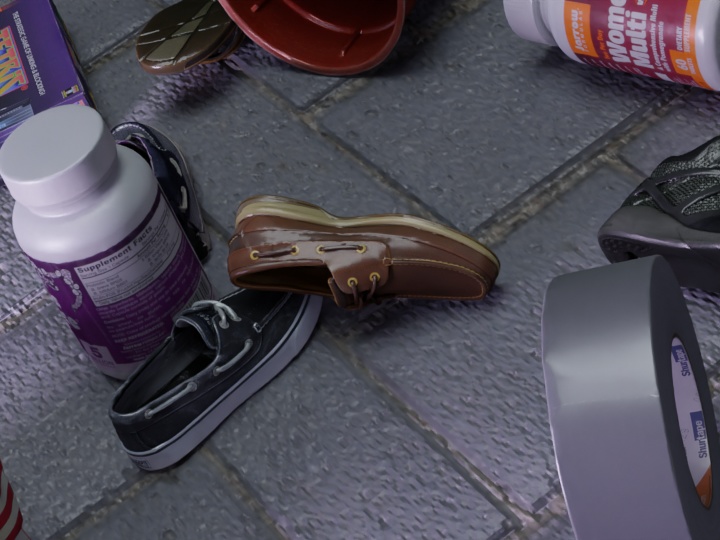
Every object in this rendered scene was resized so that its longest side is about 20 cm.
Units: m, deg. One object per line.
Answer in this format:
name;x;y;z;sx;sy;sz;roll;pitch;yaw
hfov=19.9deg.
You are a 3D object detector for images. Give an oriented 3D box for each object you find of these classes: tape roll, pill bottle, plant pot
tape roll;0.164;0.094;1.212;0.066;0.200;0.200;-12;41;17
pill bottle;0.215;-0.206;1.584;0.200;0.110;0.110;17;55;39
plant pot;-0.004;-0.303;1.752;0.200;0.201;0.195;8;41;33
pill bottle;-0.188;-0.022;1.517;0.112;0.200;0.112;-14;41;13

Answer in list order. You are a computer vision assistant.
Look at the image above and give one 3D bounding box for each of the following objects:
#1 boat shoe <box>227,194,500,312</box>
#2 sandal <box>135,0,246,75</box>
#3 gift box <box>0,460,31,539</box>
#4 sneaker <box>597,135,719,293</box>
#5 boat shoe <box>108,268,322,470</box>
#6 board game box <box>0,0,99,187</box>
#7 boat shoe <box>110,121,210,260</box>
boat shoe;0.000;0.000;1.487;0.200;0.072;0.068;9;58;11
sandal;-0.136;-0.216;1.825;0.082;0.055;0.200;-3;30;16
gift box;-0.335;0.188;1.378;0.186;0.185;0.200;-6;49;24
sneaker;0.268;-0.036;1.397;0.199;0.076;0.114;14;60;44
boat shoe;-0.107;0.054;1.496;0.072;0.068;0.200;24;59;42
board game box;-0.330;-0.156;1.849;0.165;0.057;0.200;-27;40;-1
boat shoe;-0.179;-0.086;1.666;0.075;0.093;0.200;-29;40;-5
